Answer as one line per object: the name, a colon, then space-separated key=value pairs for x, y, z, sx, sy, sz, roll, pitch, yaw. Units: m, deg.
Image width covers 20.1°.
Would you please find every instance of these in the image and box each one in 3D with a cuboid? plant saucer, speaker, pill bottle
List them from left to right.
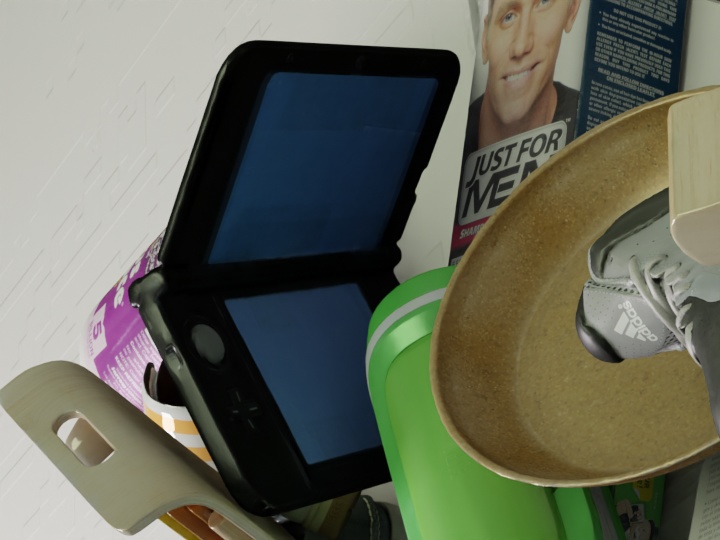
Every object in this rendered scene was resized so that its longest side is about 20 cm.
pill bottle: x=-0.078 y=0.016 z=1.194 sx=0.200 sy=0.112 sz=0.113 roll=-42 pitch=41 yaw=45
speaker: x=0.059 y=0.095 z=0.864 sx=0.089 sy=0.088 sz=0.201 roll=-52 pitch=38 yaw=36
plant saucer: x=0.120 y=0.011 z=0.812 sx=0.199 sy=0.035 sz=0.201 roll=-25 pitch=38 yaw=22

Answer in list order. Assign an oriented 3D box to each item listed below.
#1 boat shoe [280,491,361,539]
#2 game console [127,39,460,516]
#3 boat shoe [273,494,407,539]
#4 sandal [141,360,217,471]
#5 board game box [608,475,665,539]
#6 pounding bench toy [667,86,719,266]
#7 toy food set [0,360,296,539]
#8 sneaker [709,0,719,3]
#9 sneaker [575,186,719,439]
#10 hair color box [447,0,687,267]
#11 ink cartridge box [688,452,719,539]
boat shoe: x=-0.022 y=0.065 z=1.058 sx=0.201 sy=0.063 sz=0.074 roll=-76 pitch=9 yaw=-61
game console: x=0.000 y=0.000 z=0.942 sx=0.116 sy=0.199 sz=0.177 roll=-37 pitch=74 yaw=30
boat shoe: x=-0.047 y=0.155 z=1.118 sx=0.200 sy=0.061 sz=0.073 roll=-21 pitch=59 yaw=58
sandal: x=-0.088 y=0.055 z=1.084 sx=0.079 sy=0.059 sz=0.208 roll=23 pitch=109 yaw=58
board game box: x=0.077 y=0.174 z=0.914 sx=0.134 sy=0.029 sz=0.202 roll=-13 pitch=64 yaw=58
pounding bench toy: x=0.207 y=-0.034 z=0.595 sx=0.156 sy=0.199 sz=0.125 roll=-44 pitch=40 yaw=45
toy food set: x=-0.072 y=0.132 z=0.942 sx=0.061 sy=0.200 sz=0.143 roll=-50 pitch=38 yaw=-4
sneaker: x=0.192 y=-0.194 z=0.839 sx=0.146 sy=0.076 sz=0.204 roll=-26 pitch=55 yaw=52
sneaker: x=0.122 y=0.021 z=0.705 sx=0.115 sy=0.075 sz=0.200 roll=-26 pitch=20 yaw=32
hair color box: x=0.100 y=-0.080 z=0.970 sx=0.100 sy=0.060 sz=0.202 roll=-17 pitch=61 yaw=58
ink cartridge box: x=0.194 y=0.056 z=0.762 sx=0.161 sy=0.050 sz=0.201 roll=-38 pitch=26 yaw=49
